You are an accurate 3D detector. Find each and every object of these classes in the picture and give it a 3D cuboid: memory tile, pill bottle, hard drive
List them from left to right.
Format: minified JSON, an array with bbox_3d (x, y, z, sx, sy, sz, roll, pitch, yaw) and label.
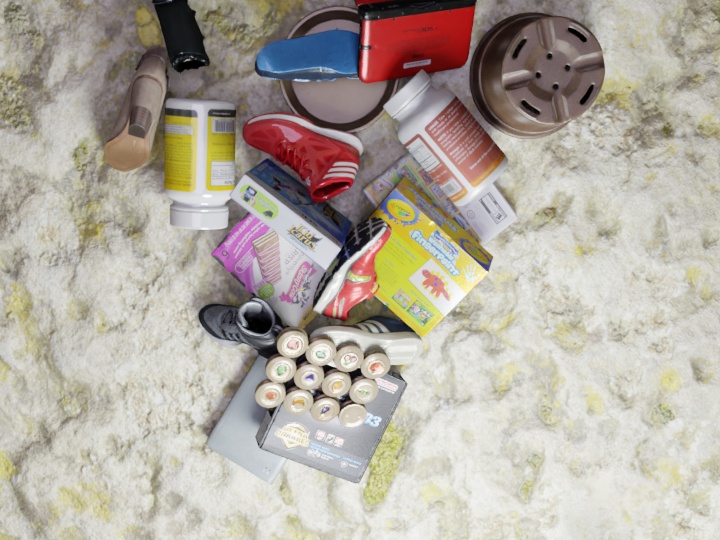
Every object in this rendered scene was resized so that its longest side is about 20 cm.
[{"bbox_3d":[-0.258,-0.172,1.407,0.113,0.114,0.203,3,100,0],"label":"pill bottle"},{"bbox_3d":[-0.160,0.251,1.520,0.139,0.033,0.201,32,99,-4],"label":"hard drive"},{"bbox_3d":[-0.060,0.176,1.404,0.198,0.017,0.155,17,114,-22],"label":"memory tile"},{"bbox_3d":[0.130,-0.209,1.371,0.112,0.112,0.200,-40,97,7],"label":"pill bottle"}]

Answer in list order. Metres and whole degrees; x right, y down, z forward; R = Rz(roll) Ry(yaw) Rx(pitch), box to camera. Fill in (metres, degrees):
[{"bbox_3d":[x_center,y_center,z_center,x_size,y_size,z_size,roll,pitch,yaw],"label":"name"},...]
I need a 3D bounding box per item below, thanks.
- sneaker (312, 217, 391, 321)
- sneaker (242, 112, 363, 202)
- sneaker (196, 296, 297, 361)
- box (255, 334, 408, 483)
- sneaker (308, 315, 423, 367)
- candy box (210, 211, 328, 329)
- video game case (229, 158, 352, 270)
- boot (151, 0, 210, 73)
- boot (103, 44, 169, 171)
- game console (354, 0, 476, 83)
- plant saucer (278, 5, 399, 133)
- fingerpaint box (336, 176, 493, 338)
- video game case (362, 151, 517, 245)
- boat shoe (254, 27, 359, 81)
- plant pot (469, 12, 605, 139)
[{"bbox_3d":[0.000,0.000,1.389,0.084,0.077,0.201,26,122,-17],"label":"sneaker"},{"bbox_3d":[-0.098,-0.179,1.395,0.197,0.117,0.079,8,145,0],"label":"sneaker"},{"bbox_3d":[-0.192,0.080,1.425,0.198,0.114,0.076,20,63,23],"label":"sneaker"},{"bbox_3d":[-0.049,0.236,1.480,0.198,0.050,0.200,25,97,-20],"label":"box"},{"bbox_3d":[0.002,0.110,1.447,0.197,0.085,0.076,7,118,-25],"label":"sneaker"},{"bbox_3d":[-0.131,-0.010,1.460,0.200,0.061,0.136,43,97,-7],"label":"candy box"},{"bbox_3d":[-0.102,-0.095,1.373,0.181,0.200,0.046,38,104,-6],"label":"video game case"},{"bbox_3d":[-0.289,-0.394,1.331,0.072,0.198,0.165,-12,93,5],"label":"boot"},{"bbox_3d":[-0.351,-0.261,1.403,0.070,0.200,0.148,19,65,-23],"label":"boot"},{"bbox_3d":[0.068,-0.407,1.373,0.198,0.119,0.174,-14,132,-21],"label":"game console"},{"bbox_3d":[-0.034,-0.323,1.420,0.197,0.029,0.203,0,101,1],"label":"plant saucer"},{"bbox_3d":[0.087,-0.021,1.424,0.200,0.073,0.167,41,117,-3],"label":"fingerpaint box"},{"bbox_3d":[0.132,-0.111,1.458,0.181,0.023,0.201,-38,98,7],"label":"video game case"},{"bbox_3d":[-0.071,-0.335,1.366,0.197,0.069,0.085,-2,86,-21],"label":"boat shoe"},{"bbox_3d":[0.274,-0.300,1.333,0.197,0.198,0.203,0,99,1],"label":"plant pot"}]
